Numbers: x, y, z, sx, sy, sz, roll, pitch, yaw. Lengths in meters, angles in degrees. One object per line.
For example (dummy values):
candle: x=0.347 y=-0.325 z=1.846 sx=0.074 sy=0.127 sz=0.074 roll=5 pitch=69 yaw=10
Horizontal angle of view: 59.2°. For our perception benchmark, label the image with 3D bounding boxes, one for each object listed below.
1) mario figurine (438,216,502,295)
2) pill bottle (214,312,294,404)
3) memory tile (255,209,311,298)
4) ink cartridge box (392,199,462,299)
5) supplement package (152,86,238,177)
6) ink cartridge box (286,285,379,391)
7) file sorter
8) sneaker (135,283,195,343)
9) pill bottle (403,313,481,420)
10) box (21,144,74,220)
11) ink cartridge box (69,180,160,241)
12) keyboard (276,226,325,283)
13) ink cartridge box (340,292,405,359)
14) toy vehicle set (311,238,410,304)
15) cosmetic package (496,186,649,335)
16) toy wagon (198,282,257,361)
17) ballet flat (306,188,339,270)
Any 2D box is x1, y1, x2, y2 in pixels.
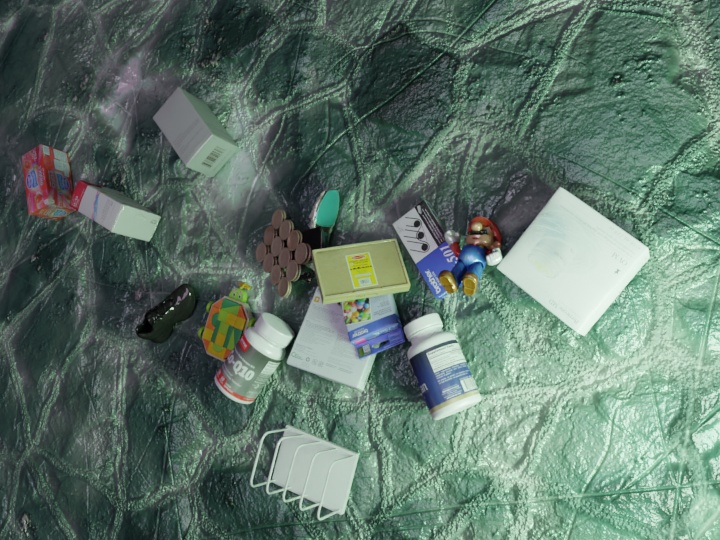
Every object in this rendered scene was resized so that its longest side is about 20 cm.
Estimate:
mario figurine: x=0.225 y=-0.047 z=1.290 sx=0.123 sy=0.201 sz=0.106 roll=30 pitch=139 yaw=5
pill bottle: x=-0.252 y=0.209 z=1.522 sx=0.114 sy=0.114 sz=0.201 roll=39 pitch=100 yaw=25
memory tile: x=-0.189 y=-0.044 z=1.536 sx=0.200 sy=0.017 sz=0.154 roll=52 pitch=121 yaw=43
ink cartridge box: x=0.160 y=-0.046 z=1.396 sx=0.094 sy=0.044 sz=0.201 roll=-37 pitch=69 yaw=19
supplement package: x=-0.442 y=-0.369 z=1.699 sx=0.117 sy=0.117 sz=0.201 roll=-43 pitch=67 yaw=15
ink cartridge box: x=-0.049 y=0.153 z=1.463 sx=0.194 sy=0.043 sz=0.202 roll=14 pitch=73 yaw=27
file sorter: x=-0.130 y=0.450 z=1.420 sx=0.198 sy=0.124 sz=0.141 roll=14 pitch=88 yaw=27
sneaker: x=-0.517 y=0.115 z=1.680 sx=0.076 sy=0.091 sz=0.200 roll=45 pitch=101 yaw=26
pill bottle: x=0.163 y=0.197 z=1.321 sx=0.110 sy=0.111 sz=0.202 roll=-28 pitch=71 yaw=20
box: x=-0.957 y=-0.268 z=1.948 sx=0.094 sy=0.102 sz=0.202 roll=-21 pitch=75 yaw=22
ink cartridge box: x=-0.687 y=-0.167 z=1.773 sx=0.199 sy=0.147 sz=0.086 roll=29 pitch=95 yaw=27
keyboard: x=-0.146 y=-0.027 z=1.507 sx=0.199 sy=0.020 sz=0.129 roll=-11 pitch=75 yaw=50
ink cartridge box: x=0.019 y=0.085 z=1.420 sx=0.118 sy=0.042 sz=0.202 roll=-22 pitch=64 yaw=12
toy vehicle set: x=0.000 y=0.000 z=1.403 sx=0.197 sy=0.027 sz=0.125 roll=-8 pitch=61 yaw=-12
cosmetic package: x=0.410 y=-0.015 z=1.226 sx=0.199 sy=0.123 sz=0.201 roll=41 pitch=102 yaw=25
toy wagon: x=-0.333 y=0.126 z=1.615 sx=0.154 sy=0.039 sz=0.202 roll=18 pitch=91 yaw=27
ballet flat: x=-0.104 y=-0.101 z=1.523 sx=0.071 sy=0.072 sz=0.203 roll=12 pitch=89 yaw=27
